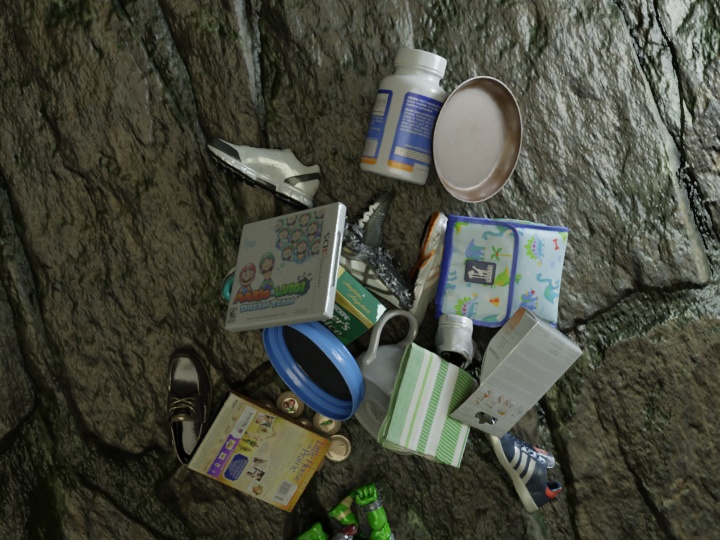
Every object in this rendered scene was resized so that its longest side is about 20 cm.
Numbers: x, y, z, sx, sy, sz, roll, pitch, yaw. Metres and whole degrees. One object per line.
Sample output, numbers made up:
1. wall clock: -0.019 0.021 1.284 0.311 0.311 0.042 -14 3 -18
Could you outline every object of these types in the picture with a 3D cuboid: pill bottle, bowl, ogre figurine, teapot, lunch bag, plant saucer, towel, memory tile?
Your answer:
1. pill bottle: 0.075 -0.246 1.235 0.112 0.112 0.200 14 96 -3
2. bowl: -0.074 0.152 1.241 0.039 0.201 0.201 -41 97 -31
3. ogre figurine: -0.026 0.467 1.324 0.200 0.098 0.120 -39 84 -8
4. teapot: 0.075 0.190 1.267 0.146 0.200 0.197 -37 73 -28
5. lunch bag: 0.221 0.001 1.240 0.200 0.127 0.170 5 95 -19
6. plant saucer: 0.182 -0.210 1.239 0.200 0.032 0.200 -12 110 -34
7. towel: 0.109 0.209 1.162 0.200 0.023 0.153 30 74 -44
8. memory tile: -0.127 0.288 1.339 0.200 0.017 0.153 -19 97 0

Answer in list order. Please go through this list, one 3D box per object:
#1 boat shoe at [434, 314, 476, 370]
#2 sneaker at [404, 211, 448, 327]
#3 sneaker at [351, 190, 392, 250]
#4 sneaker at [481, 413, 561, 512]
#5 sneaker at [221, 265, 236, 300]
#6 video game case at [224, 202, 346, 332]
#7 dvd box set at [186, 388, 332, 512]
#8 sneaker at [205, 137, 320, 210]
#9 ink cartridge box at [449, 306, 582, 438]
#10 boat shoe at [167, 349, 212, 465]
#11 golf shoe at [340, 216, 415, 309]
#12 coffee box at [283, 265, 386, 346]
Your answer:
1. boat shoe: 0.152 0.132 1.237 0.072 0.200 0.069 11 69 5
2. sneaker: 0.134 0.008 1.287 0.092 0.076 0.200 17 97 -8
3. sneaker: 0.013 -0.035 1.284 0.090 0.066 0.200 29 99 -7
4. sneaker: 0.280 0.316 1.327 0.084 0.075 0.200 -29 106 4
5. sneaker: -0.140 -0.002 1.274 0.200 0.080 0.078 -31 96 2
6. video game case: -0.116 -0.003 1.174 0.200 0.024 0.182 -10 62 35
7. dvd box set: -0.168 0.303 1.292 0.200 0.029 0.146 29 94 -18
8. sneaker: -0.157 -0.173 1.267 0.200 0.074 0.080 26 81 -9
9. ink cartridge box: 0.240 0.166 1.221 0.200 0.050 0.162 -48 135 12
10. boat shoe: -0.288 0.234 1.300 0.074 0.073 0.200 -8 97 -1
11. golf shoe: 0.000 0.000 1.230 0.200 0.078 0.094 44 121 -8
12. coffee box: -0.058 0.070 1.238 0.123 0.200 0.044 44 51 -5
